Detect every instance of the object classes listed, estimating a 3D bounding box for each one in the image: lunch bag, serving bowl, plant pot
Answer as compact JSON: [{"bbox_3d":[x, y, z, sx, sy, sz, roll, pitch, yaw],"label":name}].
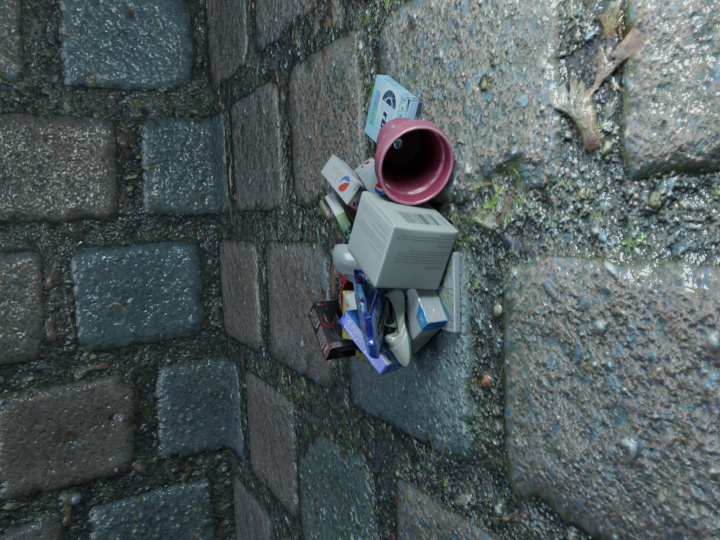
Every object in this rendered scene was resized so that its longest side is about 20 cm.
[{"bbox_3d":[0.025,0.119,1.582,0.203,0.091,0.153,-85,-10,-49],"label":"lunch bag"},{"bbox_3d":[0.000,0.000,1.761,0.199,0.198,0.067,-7,54,61],"label":"serving bowl"},{"bbox_3d":[0.119,-0.298,1.526,0.181,0.194,0.205,-111,30,-55],"label":"plant pot"}]

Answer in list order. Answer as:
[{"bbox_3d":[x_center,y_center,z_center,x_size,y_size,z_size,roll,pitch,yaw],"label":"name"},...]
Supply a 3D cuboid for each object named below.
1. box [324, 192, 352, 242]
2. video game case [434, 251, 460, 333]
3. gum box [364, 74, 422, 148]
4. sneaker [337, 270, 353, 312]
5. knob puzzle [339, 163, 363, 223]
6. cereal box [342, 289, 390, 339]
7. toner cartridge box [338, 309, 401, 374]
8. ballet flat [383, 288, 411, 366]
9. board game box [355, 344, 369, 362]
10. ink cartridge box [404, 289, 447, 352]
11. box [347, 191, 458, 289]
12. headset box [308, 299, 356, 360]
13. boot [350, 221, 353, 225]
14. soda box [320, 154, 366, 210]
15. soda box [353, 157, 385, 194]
[{"bbox_3d":[-0.039,-0.127,1.843,0.202,0.036,0.145,60,-179,-34],"label":"box"},{"bbox_3d":[0.200,0.048,1.582,0.181,0.021,0.207,10,103,61],"label":"video game case"},{"bbox_3d":[0.088,-0.430,1.691,0.201,0.043,0.174,52,138,44],"label":"gum box"},{"bbox_3d":[-0.037,0.043,1.965,0.115,0.076,0.206,159,127,-71],"label":"sneaker"},{"bbox_3d":[0.016,-0.217,1.777,0.214,0.030,0.227,2,94,32],"label":"knob puzzle"},{"bbox_3d":[0.030,0.136,1.766,0.196,0.039,0.149,4,94,39],"label":"cereal box"},{"bbox_3d":[0.033,0.194,1.680,0.201,0.094,0.044,49,121,25],"label":"toner cartridge box"},{"bbox_3d":[0.089,0.153,1.577,0.069,0.068,0.207,-3,92,61],"label":"ballet flat"},{"bbox_3d":[0.049,0.180,1.846,0.198,0.060,0.207,0,93,62],"label":"board game box"},{"bbox_3d":[0.144,0.134,1.611,0.201,0.066,0.118,-57,46,50],"label":"ink cartridge box"},{"bbox_3d":[0.102,-0.075,1.526,0.201,0.194,0.175,52,132,50],"label":"box"},{"bbox_3d":[-0.070,0.200,1.979,0.203,0.145,0.076,67,146,32],"label":"headset box"},{"bbox_3d":[0.035,-0.149,1.819,0.189,0.063,0.203,109,144,-46],"label":"boot"},{"bbox_3d":[-0.041,-0.257,1.758,0.069,0.063,0.201,-52,44,15],"label":"soda box"},{"bbox_3d":[0.064,-0.203,1.631,0.202,0.063,0.068,54,-179,-22],"label":"soda box"}]
